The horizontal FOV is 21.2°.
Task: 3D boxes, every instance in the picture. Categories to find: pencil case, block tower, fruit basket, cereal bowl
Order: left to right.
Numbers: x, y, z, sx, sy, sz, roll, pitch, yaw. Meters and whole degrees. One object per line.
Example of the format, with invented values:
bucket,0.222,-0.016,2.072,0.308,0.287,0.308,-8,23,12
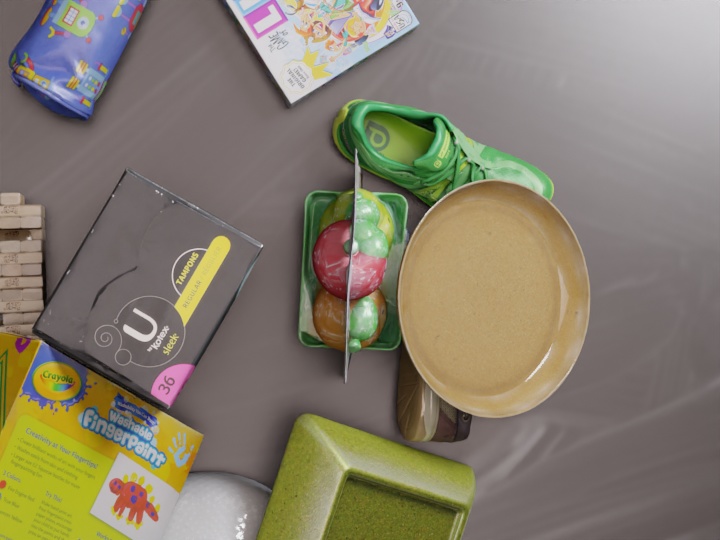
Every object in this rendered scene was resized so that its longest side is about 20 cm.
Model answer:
block tower,-0.292,0.035,1.625,0.054,0.058,0.200,-2,90,-5
pencil case,-0.228,-0.230,1.628,0.087,0.078,0.200,25,86,-5
cereal bowl,-0.129,0.272,1.621,0.200,0.083,0.201,0,88,-5
fruit basket,0.000,0.000,1.584,0.094,0.200,0.186,3,87,-5

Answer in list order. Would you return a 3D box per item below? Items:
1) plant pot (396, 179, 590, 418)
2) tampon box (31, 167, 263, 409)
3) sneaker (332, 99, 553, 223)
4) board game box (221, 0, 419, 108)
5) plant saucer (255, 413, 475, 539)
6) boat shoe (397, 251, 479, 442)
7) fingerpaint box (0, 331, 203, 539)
plant pot,0.108,0.024,1.622,0.200,0.027,0.201,1,89,-33
tampon box,-0.171,0.017,1.565,0.126,0.200,0.150,30,86,-4
sneaker,0.070,-0.089,1.652,0.200,0.084,0.074,21,86,-5
board game box,-0.058,-0.261,1.669,0.134,0.034,0.200,-33,92,-5
plant saucer,0.006,0.241,1.607,0.200,0.048,0.200,21,85,-34
boat shoe,0.076,0.051,1.659,0.065,0.072,0.200,10,81,-25
fingerpaint box,-0.240,0.164,1.530,0.200,0.073,0.167,36,70,-45
